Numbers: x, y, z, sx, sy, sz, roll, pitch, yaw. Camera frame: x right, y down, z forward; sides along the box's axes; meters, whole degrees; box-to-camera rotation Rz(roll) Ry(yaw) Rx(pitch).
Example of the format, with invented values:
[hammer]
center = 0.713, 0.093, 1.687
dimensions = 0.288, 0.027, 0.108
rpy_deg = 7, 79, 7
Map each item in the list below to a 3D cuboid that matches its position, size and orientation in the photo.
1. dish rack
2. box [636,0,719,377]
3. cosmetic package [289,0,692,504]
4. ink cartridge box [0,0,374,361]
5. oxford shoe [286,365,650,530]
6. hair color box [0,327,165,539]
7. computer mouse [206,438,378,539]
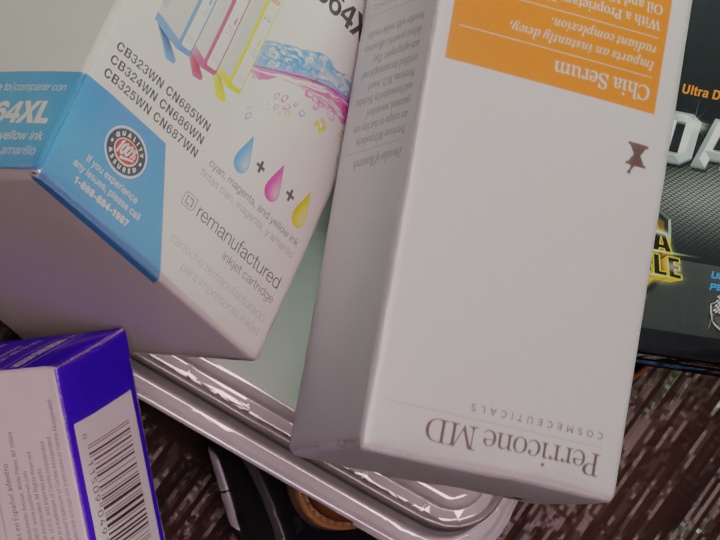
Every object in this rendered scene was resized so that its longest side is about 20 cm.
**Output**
[dish rack]
center = 0.000, 0.000, 1.169
dimensions = 0.199, 0.044, 0.172
rpy_deg = 30, 74, -4
[box]
center = 0.137, -0.040, 1.171
dimensions = 0.199, 0.046, 0.160
rpy_deg = 9, 82, -28
[cosmetic package]
center = 0.048, -0.025, 1.058
dimensions = 0.101, 0.071, 0.201
rpy_deg = 13, 81, -21
[ink cartridge box]
center = -0.078, -0.087, 1.088
dimensions = 0.128, 0.125, 0.201
rpy_deg = 42, 62, -40
[oxford shoe]
center = 0.057, 0.043, 1.226
dimensions = 0.199, 0.071, 0.072
rpy_deg = -32, 108, -23
[hair color box]
center = -0.174, 0.088, 1.089
dimensions = 0.199, 0.065, 0.110
rpy_deg = -6, 100, 21
[computer mouse]
center = -0.042, 0.110, 1.228
dimensions = 0.140, 0.046, 0.201
rpy_deg = -31, 105, -31
